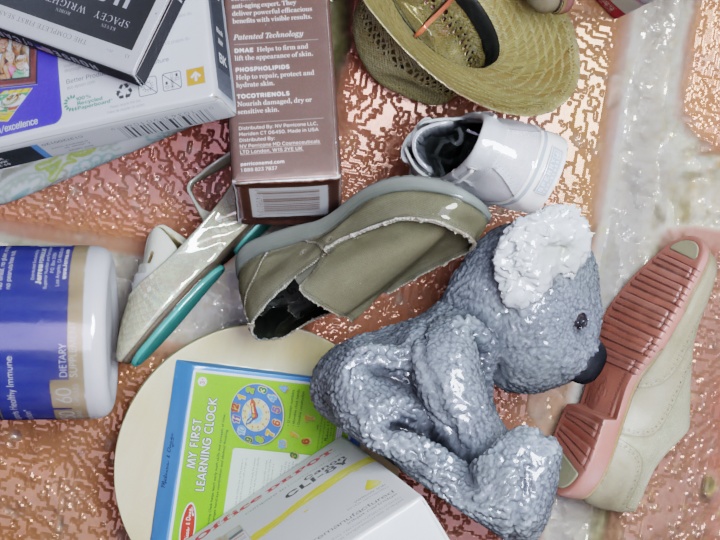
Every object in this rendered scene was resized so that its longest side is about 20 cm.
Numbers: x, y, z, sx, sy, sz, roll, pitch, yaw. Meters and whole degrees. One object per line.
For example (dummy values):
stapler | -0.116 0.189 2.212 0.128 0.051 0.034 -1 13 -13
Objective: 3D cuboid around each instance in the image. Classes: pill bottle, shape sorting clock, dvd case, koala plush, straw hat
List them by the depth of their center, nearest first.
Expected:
dvd case | -0.154 -0.225 1.122 0.150 0.025 0.201 21 79 21
koala plush | 0.085 0.049 1.193 0.183 0.177 0.201 32 87 10
pill bottle | -0.263 0.042 1.207 0.199 0.116 0.117 -1 95 -2
straw hat | 0.044 -0.162 1.218 0.201 0.201 0.085 42 130 -6
shape sorting clock | -0.071 0.136 1.263 0.199 0.039 0.201 -2 98 -15

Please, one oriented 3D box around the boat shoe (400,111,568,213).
boat shoe | 0.063 -0.071 1.170 0.068 0.200 0.072 25 91 -17

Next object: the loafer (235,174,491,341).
loafer | 0.000 0.000 1.161 0.075 0.199 0.070 30 52 -37

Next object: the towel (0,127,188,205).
towel | -0.205 -0.167 1.229 0.170 0.048 0.201 -22 96 2

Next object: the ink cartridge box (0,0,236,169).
ink cartridge box | -0.185 -0.172 1.149 0.197 0.043 0.201 -11 72 12

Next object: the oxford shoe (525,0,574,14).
oxford shoe | 0.071 -0.247 1.211 0.075 0.070 0.201 -27 79 -19

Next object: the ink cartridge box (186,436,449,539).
ink cartridge box | -0.027 0.192 1.159 0.145 0.200 0.084 -32 102 -9

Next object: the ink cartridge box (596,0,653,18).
ink cartridge box | 0.209 -0.242 1.167 0.147 0.200 0.086 -39 96 1

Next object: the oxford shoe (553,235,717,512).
oxford shoe | 0.201 0.073 1.269 0.074 0.071 0.201 24 97 -25

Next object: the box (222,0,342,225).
box | -0.053 -0.139 1.183 0.074 0.100 0.201 -2 76 -2

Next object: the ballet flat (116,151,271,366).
ballet flat | -0.107 -0.023 1.242 0.062 0.067 0.200 43 82 4
